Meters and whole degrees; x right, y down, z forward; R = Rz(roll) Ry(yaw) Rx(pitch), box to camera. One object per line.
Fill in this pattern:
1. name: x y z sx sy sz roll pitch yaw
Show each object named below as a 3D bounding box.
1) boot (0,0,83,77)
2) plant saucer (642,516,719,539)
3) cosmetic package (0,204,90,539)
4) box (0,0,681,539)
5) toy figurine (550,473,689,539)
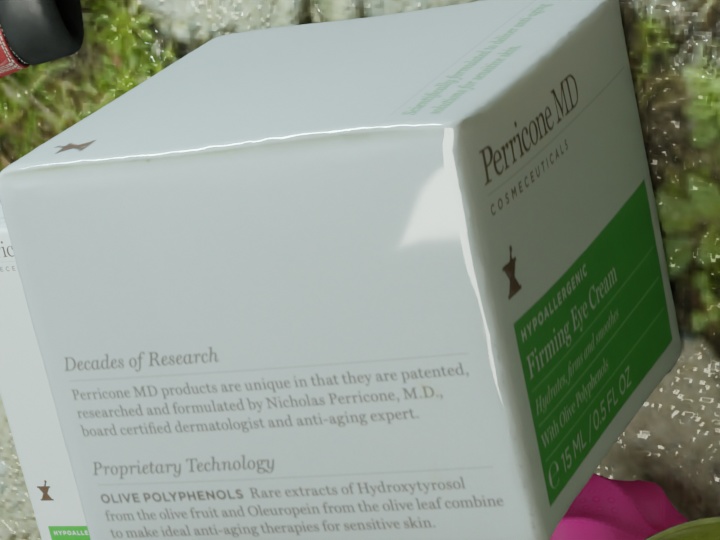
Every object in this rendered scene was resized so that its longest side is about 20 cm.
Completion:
1. boot: -0.203 -0.171 1.108 0.144 0.072 0.200 -24 92 18
2. plant saucer: 0.128 0.195 1.012 0.031 0.200 0.200 14 121 55
3. cosmetic package: -0.097 0.057 1.133 0.107 0.085 0.200 -6 109 29
4. box: 0.000 0.000 0.995 0.200 0.199 0.172 -5 108 26
5. toy figurine: 0.082 0.171 1.092 0.200 0.150 0.184 27 108 41
